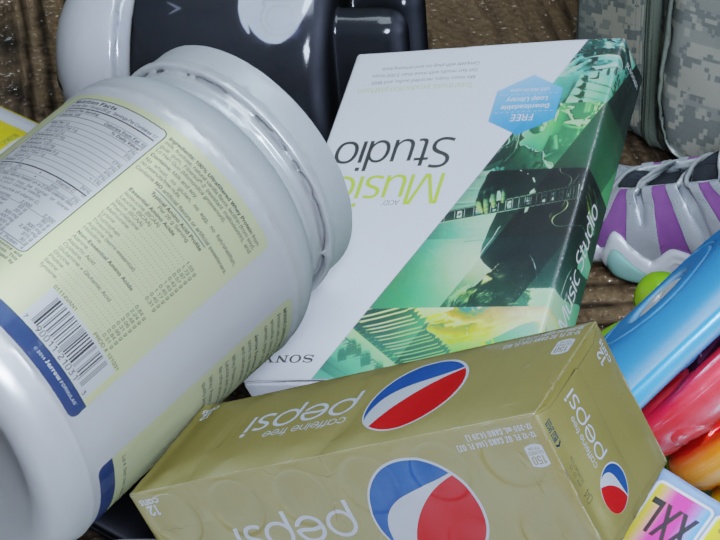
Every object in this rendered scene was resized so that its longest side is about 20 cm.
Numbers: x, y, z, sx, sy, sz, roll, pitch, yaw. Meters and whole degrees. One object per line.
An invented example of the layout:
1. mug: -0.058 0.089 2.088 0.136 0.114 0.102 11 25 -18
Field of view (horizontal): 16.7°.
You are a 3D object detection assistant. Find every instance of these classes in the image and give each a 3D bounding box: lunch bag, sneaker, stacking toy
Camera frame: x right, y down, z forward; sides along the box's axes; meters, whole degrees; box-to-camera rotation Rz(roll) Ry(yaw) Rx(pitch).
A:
1. lunch bag: 0.217 -0.153 1.337 0.139 0.201 0.167 -26 44 -34
2. sneaker: 0.189 -0.054 1.246 0.199 0.141 0.078 20 39 21
3. stacking toy: 0.186 0.082 0.977 0.200 0.110 0.116 47 4 -1

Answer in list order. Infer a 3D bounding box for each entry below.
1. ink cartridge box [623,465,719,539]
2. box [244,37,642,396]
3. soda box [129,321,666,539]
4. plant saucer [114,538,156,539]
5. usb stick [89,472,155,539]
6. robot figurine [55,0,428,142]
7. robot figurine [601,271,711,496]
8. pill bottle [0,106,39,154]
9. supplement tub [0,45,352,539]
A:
1. ink cartridge box: 0.109 0.193 0.904 0.136 0.076 0.200 30 76 28
2. box: 0.040 -0.020 1.134 0.144 0.036 0.201 -2 53 27
3. soda box: 0.011 0.080 0.946 0.199 0.068 0.064 -14 24 36
4. plant saucer: -0.087 0.189 0.968 0.199 0.050 0.201 3 36 -2
5. usb stick: -0.152 0.072 1.128 0.199 0.056 0.033 24 -1 27
6. robot figurine: -0.065 -0.113 1.319 0.199 0.150 0.126 2 78 14
7. robot figurine: 0.174 0.071 1.094 0.199 0.116 0.176 -7 49 -13
8. pill bottle: -0.209 -0.035 1.218 0.199 0.112 0.111 25 41 28
9. supplement tub: -0.112 0.008 1.049 0.145 0.146 0.200 27 52 29
